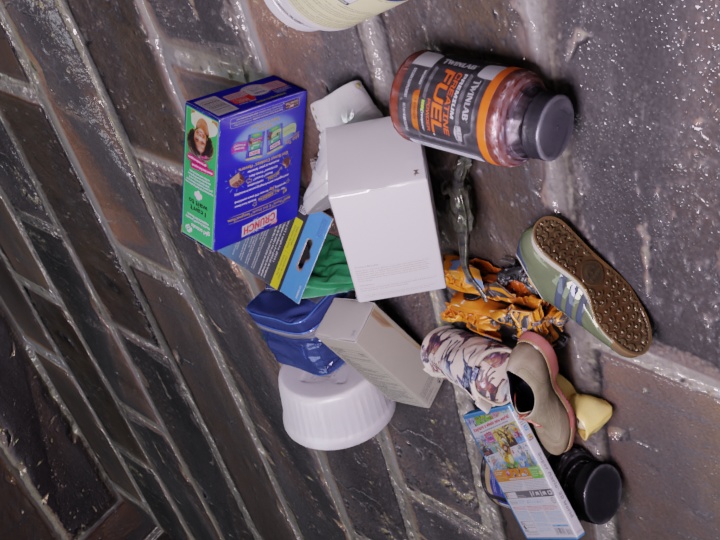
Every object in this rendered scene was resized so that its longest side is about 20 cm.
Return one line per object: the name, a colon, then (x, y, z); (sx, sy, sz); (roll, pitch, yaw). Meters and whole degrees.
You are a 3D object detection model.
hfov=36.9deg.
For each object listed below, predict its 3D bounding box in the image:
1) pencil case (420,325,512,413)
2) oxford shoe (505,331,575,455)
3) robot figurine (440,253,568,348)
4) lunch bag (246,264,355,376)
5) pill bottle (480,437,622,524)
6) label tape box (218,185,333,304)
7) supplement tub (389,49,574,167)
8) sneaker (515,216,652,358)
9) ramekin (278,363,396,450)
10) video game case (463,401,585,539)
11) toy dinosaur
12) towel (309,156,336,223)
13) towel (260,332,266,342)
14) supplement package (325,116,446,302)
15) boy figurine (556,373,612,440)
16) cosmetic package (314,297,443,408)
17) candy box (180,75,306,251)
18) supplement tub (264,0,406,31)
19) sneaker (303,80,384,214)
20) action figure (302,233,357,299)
pencil case: (0.152, 0.133, 1.521); (0.078, 0.090, 0.200); (46, 171, -18)
oxford shoe: (0.226, 0.176, 1.409); (0.070, 0.075, 0.202); (12, 136, 45)
robot figurine: (0.187, 0.047, 1.437); (0.198, 0.058, 0.146); (18, 143, 42)
lunch bag: (-0.091, 0.069, 1.768); (0.198, 0.136, 0.134); (10, 135, 50)
pill bottle: (0.280, 0.309, 1.585); (0.198, 0.112, 0.113); (4, 131, 52)
label tape box: (-0.124, -0.060, 1.646); (0.199, 0.063, 0.146); (32, 107, 27)
supplement tub: (0.133, -0.176, 1.180); (0.198, 0.107, 0.108); (20, 142, 39)
sneaker: (0.264, 0.024, 1.305); (0.201, 0.067, 0.090); (49, 159, -2)
ramekin: (-0.044, 0.196, 1.808); (0.199, 0.200, 0.099); (19, 134, 41)
video game case: (0.225, 0.282, 1.507); (0.202, 0.018, 0.143); (62, 156, 1)
toy dinosaur: (0.127, -0.066, 1.364); (0.088, 0.047, 0.203); (-118, 16, -67)
towel: (0.016, -0.099, 1.517); (0.198, 0.034, 0.134); (13, 136, 48)
towel: (-0.121, 0.129, 2.011); (0.147, 0.022, 0.201); (44, 154, 9)
supplement package: (0.033, -0.076, 1.338); (0.119, 0.121, 0.202); (-9, 140, 5)
boy figurine: (0.264, 0.190, 1.508); (0.198, 0.064, 0.126); (17, 134, 47)
cosmetic package: (0.034, 0.128, 1.677); (0.104, 0.072, 0.200); (7, 151, 47)
candy box: (-0.162, -0.149, 1.499); (0.076, 0.168, 0.203); (28, 127, 32)
supplement tub: (-0.012, -0.336, 1.134); (0.199, 0.145, 0.146); (-6, 122, 56)
sneaker: (-0.034, -0.167, 1.431); (0.200, 0.073, 0.117); (-42, 74, 45)
action figure: (0.000, 0.000, 1.614); (0.198, 0.120, 0.055); (2, 154, 42)
